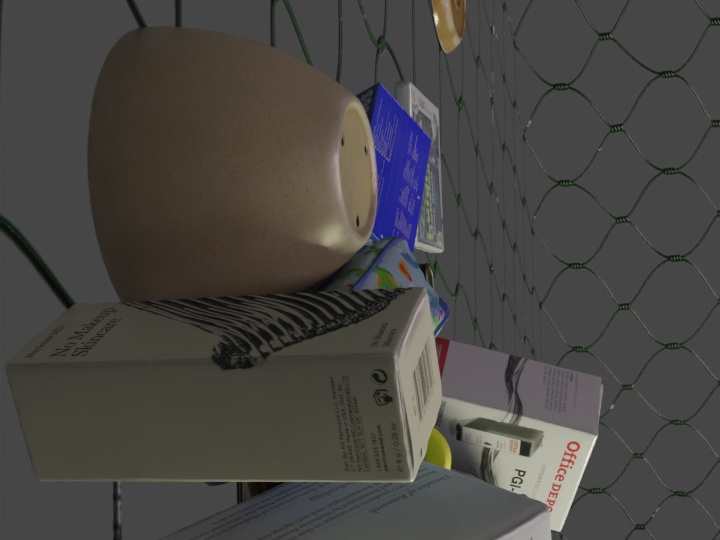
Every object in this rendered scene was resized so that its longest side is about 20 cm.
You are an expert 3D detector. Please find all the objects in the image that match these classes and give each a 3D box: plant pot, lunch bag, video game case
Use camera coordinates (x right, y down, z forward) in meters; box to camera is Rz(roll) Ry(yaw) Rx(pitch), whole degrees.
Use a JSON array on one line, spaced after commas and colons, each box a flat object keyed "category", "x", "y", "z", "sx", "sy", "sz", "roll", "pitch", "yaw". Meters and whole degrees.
[{"category": "plant pot", "x": -0.064, "y": -0.059, "z": 0.694, "sx": 0.200, "sy": 0.134, "sz": 0.201, "roll": -2, "pitch": 90, "yaw": -76}, {"category": "plant pot", "x": 0.141, "y": -0.446, "z": 1.723, "sx": 0.200, "sy": 0.027, "sz": 0.201, "roll": -2, "pitch": 90, "yaw": -74}, {"category": "lunch bag", "x": -0.034, "y": 0.057, "z": 0.735, "sx": 0.083, "sy": 0.161, "sz": 0.200, "roll": 60, "pitch": 21, "yaw": -8}, {"category": "video game case", "x": 0.079, "y": -0.128, "z": 1.416, "sx": 0.182, "sy": 0.023, "sz": 0.201, "roll": 9, "pitch": 79, "yaw": -74}]

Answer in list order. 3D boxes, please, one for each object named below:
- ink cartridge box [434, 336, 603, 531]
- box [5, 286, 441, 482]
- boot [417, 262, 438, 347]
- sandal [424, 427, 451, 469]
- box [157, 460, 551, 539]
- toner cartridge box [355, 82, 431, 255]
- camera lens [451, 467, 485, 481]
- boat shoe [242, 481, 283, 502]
[{"category": "ink cartridge box", "x": 0.121, "y": 0.158, "z": 1.066, "sx": 0.083, "sy": 0.199, "sz": 0.147, "roll": -70, "pitch": 172, "yaw": -52}, {"category": "box", "x": -0.065, "y": 0.057, "z": 0.542, "sx": 0.082, "sy": 0.199, "sz": 0.069, "roll": -60, "pitch": 145, "yaw": -64}, {"category": "boot", "x": 0.000, "y": 0.000, "z": 0.925, "sx": 0.068, "sy": 0.130, "sz": 0.200, "roll": -73, "pitch": 155, "yaw": -53}, {"category": "sandal", "x": 0.011, "y": 0.206, "z": 0.872, "sx": 0.079, "sy": 0.200, "sz": 0.087, "roll": 45, "pitch": 9, "yaw": 20}, {"category": "box", "x": 0.003, "y": 0.247, "z": 0.682, "sx": 0.200, "sy": 0.171, "sz": 0.200, "roll": -18, "pitch": 108, "yaw": -38}, {"category": "toner cartridge box", "x": 0.019, "y": -0.092, "z": 1.113, "sx": 0.095, "sy": 0.043, "sz": 0.200, "roll": 43, "pitch": 39, "yaw": -29}, {"category": "camera lens", "x": 0.059, "y": 0.292, "z": 0.992, "sx": 0.200, "sy": 0.160, "sz": 0.160, "roll": -56, "pitch": 143, "yaw": -44}, {"category": "boat shoe", "x": -0.060, "y": 0.169, "z": 0.830, "sx": 0.072, "sy": 0.072, "sz": 0.201, "roll": 123, "pitch": -34, "yaw": -60}]
